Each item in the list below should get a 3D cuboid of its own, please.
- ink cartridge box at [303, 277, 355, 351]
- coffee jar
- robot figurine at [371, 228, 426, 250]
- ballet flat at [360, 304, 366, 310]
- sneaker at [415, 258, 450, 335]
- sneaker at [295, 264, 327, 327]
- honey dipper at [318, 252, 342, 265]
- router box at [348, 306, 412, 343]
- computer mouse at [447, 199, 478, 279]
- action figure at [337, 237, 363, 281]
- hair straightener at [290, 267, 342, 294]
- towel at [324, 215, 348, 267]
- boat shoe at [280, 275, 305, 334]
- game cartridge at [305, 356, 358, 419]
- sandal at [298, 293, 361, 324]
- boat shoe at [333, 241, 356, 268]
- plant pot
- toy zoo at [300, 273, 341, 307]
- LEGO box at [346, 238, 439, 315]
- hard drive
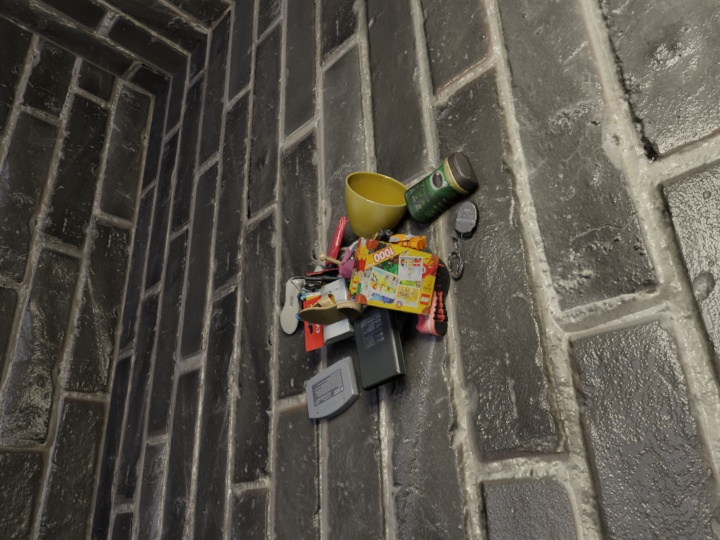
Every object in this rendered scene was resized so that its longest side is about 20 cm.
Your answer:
[{"bbox_3d":[-0.102,0.130,1.522,0.197,0.047,0.164,-23,61,31],"label":"ink cartridge box"},{"bbox_3d":[0.215,-0.219,1.393,0.199,0.084,0.106,-35,57,34],"label":"coffee jar"},{"bbox_3d":[0.100,-0.042,1.428,0.197,0.058,0.148,2,111,44],"label":"robot figurine"},{"bbox_3d":[0.025,0.070,1.395,0.200,0.070,0.073,160,124,-76],"label":"ballet flat"},{"bbox_3d":[0.173,0.065,1.340,0.086,0.073,0.205,-11,68,46],"label":"sneaker"},{"bbox_3d":[-0.156,0.075,1.684,0.076,0.084,0.205,4,77,47],"label":"sneaker"},{"bbox_3d":[-0.043,-0.016,1.509,0.038,0.198,0.039,-19,61,39],"label":"honey dipper"},{"bbox_3d":[0.045,0.137,1.459,0.198,0.061,0.153,18,90,49],"label":"router box"},{"bbox_3d":[0.262,-0.079,1.336,0.058,0.034,0.205,13,90,32],"label":"computer mouse"},{"bbox_3d":[0.000,0.000,1.402,0.198,0.136,0.149,-15,20,43],"label":"action figure"},{"bbox_3d":[-0.125,0.035,1.599,0.195,0.041,0.079,-4,66,16],"label":"hair straightener"},{"bbox_3d":[-0.077,-0.084,1.611,0.200,0.022,0.148,160,127,-82],"label":"towel"},{"bbox_3d":[-0.221,0.112,1.749,0.071,0.068,0.205,13,111,23],"label":"boat shoe"},{"bbox_3d":[-0.084,0.355,1.536,0.199,0.040,0.135,-36,48,33],"label":"game cartridge"},{"bbox_3d":[-0.076,0.097,1.447,0.208,0.078,0.071,-11,47,37],"label":"sandal"},{"bbox_3d":[-0.018,-0.038,1.583,0.198,0.072,0.063,-11,55,53],"label":"boat shoe"},{"bbox_3d":[0.037,-0.175,1.516,0.201,0.196,0.144,54,138,43],"label":"plant pot"},{"bbox_3d":[-0.093,0.070,1.609,0.196,0.020,0.134,-13,64,18],"label":"toy zoo"},{"bbox_3d":[0.079,0.017,1.270,0.077,0.196,0.153,11,90,64],"label":"LEGO box"},{"bbox_3d":[0.045,0.195,1.365,0.138,0.033,0.204,-31,55,37],"label":"hard drive"}]
